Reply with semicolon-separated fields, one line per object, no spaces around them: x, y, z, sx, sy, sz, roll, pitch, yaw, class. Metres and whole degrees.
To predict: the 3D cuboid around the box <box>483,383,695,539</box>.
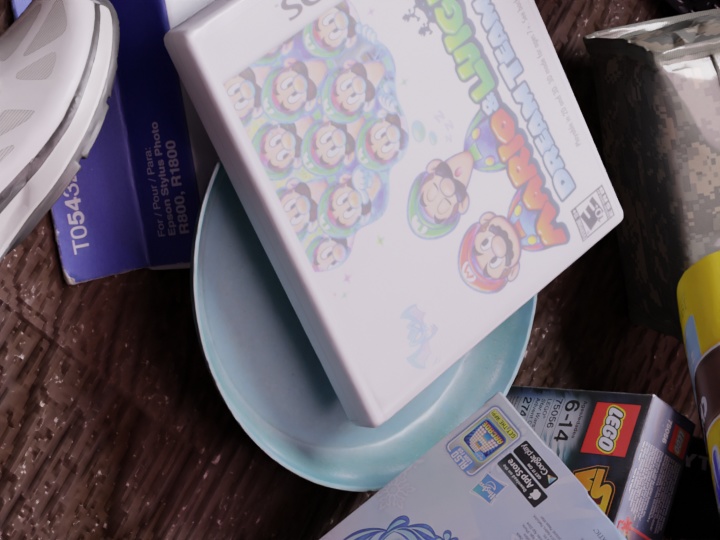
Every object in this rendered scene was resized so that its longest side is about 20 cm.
0.066;0.151;1.004;0.040;0.137;0.200;35;67;-39;box

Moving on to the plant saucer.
0.000;0.000;0.986;0.200;0.027;0.200;-1;92;-39;plant saucer

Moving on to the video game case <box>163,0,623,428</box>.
0.023;-0.061;0.970;0.182;0.024;0.200;-38;114;-31;video game case

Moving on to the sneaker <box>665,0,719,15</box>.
0.203;-0.172;1.188;0.200;0.072;0.083;55;32;-22;sneaker

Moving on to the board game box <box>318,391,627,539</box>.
0.046;0.188;0.916;0.199;0.200;0.043;-38;151;-4;board game box

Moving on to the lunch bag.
0.235;-0.060;1.118;0.200;0.118;0.164;-14;104;-14;lunch bag

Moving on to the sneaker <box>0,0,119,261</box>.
-0.182;-0.054;0.859;0.115;0.076;0.201;40;69;-31;sneaker

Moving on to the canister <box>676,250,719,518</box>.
0.203;0.103;0.987;0.149;0.086;0.200;67;13;-49;canister

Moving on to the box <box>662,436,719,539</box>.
0.185;0.180;1.050;0.200;0.050;0.199;14;55;1;box

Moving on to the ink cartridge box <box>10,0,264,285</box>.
-0.059;-0.107;0.982;0.200;0.043;0.197;-15;98;-39;ink cartridge box
